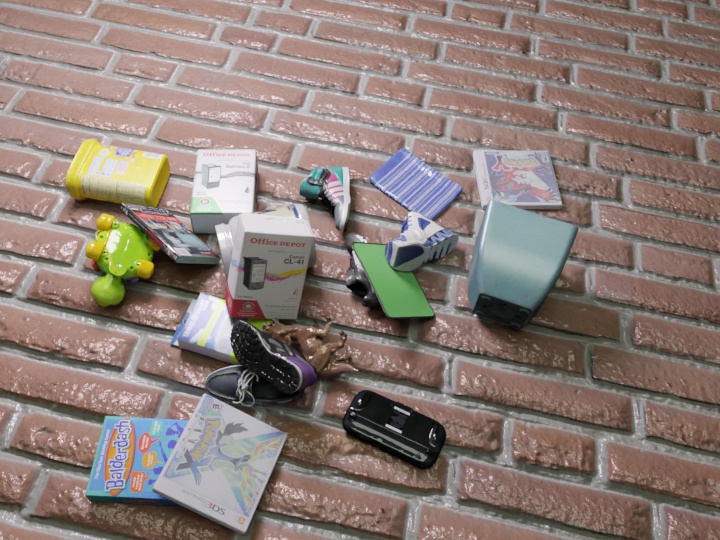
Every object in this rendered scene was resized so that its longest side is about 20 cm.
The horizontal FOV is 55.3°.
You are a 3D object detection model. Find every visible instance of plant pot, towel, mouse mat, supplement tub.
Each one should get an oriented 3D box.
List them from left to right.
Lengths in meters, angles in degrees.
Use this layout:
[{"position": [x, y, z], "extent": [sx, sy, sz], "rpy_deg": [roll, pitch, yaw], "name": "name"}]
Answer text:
[{"position": [-0.207, -0.058, 1.505], "extent": [0.199, 0.145, 0.146], "rpy_deg": [-13, 58, -12], "name": "supplement tub"}, {"position": [0.072, 0.021, 1.493], "extent": [0.160, 0.008, 0.201], "rpy_deg": [3, 52, -45], "name": "mouse mat"}, {"position": [0.137, -0.215, 1.706], "extent": [0.200, 0.024, 0.145], "rpy_deg": [37, 62, 19], "name": "towel"}, {"position": [0.329, 0.005, 1.478], "extent": [0.195, 0.197, 0.201], "rpy_deg": [18, 66, 8], "name": "plant pot"}]

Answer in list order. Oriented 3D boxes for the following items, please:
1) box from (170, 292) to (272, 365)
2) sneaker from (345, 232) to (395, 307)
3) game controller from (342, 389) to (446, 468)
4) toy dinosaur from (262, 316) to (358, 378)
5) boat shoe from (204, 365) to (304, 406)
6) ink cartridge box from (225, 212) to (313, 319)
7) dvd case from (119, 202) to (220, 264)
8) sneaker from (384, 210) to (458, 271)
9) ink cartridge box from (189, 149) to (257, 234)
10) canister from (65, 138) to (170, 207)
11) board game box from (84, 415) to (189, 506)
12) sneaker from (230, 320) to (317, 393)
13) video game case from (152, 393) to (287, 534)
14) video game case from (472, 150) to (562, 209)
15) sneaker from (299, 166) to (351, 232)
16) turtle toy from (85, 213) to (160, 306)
[{"position": [-0.286, 0.125, 1.437], "extent": [0.199, 0.048, 0.122], "rpy_deg": [17, 56, 7], "name": "box"}, {"position": [0.000, 0.000, 1.526], "extent": [0.090, 0.067, 0.201], "rpy_deg": [-20, 62, -19], "name": "sneaker"}, {"position": [0.067, 0.308, 1.348], "extent": [0.199, 0.042, 0.104], "rpy_deg": [23, 43, 11], "name": "game controller"}, {"position": [-0.099, 0.167, 1.401], "extent": [0.135, 0.086, 0.200], "rpy_deg": [-39, 72, -24], "name": "toy dinosaur"}, {"position": [-0.210, 0.230, 1.353], "extent": [0.199, 0.062, 0.075], "rpy_deg": [8, 88, -2], "name": "boat shoe"}, {"position": [-0.188, -0.005, 1.405], "extent": [0.147, 0.201, 0.086], "rpy_deg": [3, 29, -21], "name": "ink cartridge box"}, {"position": [-0.420, -0.081, 1.523], "extent": [0.200, 0.146, 0.022], "rpy_deg": [38, 104, 20], "name": "dvd case"}, {"position": [0.118, -0.072, 1.570], "extent": [0.199, 0.081, 0.115], "rpy_deg": [-16, 47, -38], "name": "sneaker"}, {"position": [-0.319, -0.188, 1.622], "extent": [0.145, 0.084, 0.201], "rpy_deg": [-1, 56, -5], "name": "ink cartridge box"}, {"position": [-0.570, -0.226, 1.631], "extent": [0.199, 0.087, 0.149], "rpy_deg": [10, 56, 1], "name": "canister"}, {"position": [-0.389, 0.354, 1.278], "extent": [0.199, 0.045, 0.153], "rpy_deg": [3, 56, -1], "name": "board game box"}, {"position": [-0.170, 0.169, 1.344], "extent": [0.200, 0.076, 0.087], "rpy_deg": [37, 17, 27], "name": "sneaker"}, {"position": [-0.252, 0.351, 1.264], "extent": [0.182, 0.022, 0.201], "rpy_deg": [28, 52, -5], "name": "video game case"}, {"position": [0.393, -0.230, 1.733], "extent": [0.199, 0.023, 0.183], "rpy_deg": [0, 56, -4], "name": "video game case"}, {"position": [-0.085, -0.175, 1.626], "extent": [0.120, 0.084, 0.201], "rpy_deg": [3, 48, -7], "name": "sneaker"}, {"position": [-0.521, -0.019, 1.483], "extent": [0.145, 0.101, 0.201], "rpy_deg": [23, 53, -20], "name": "turtle toy"}]
